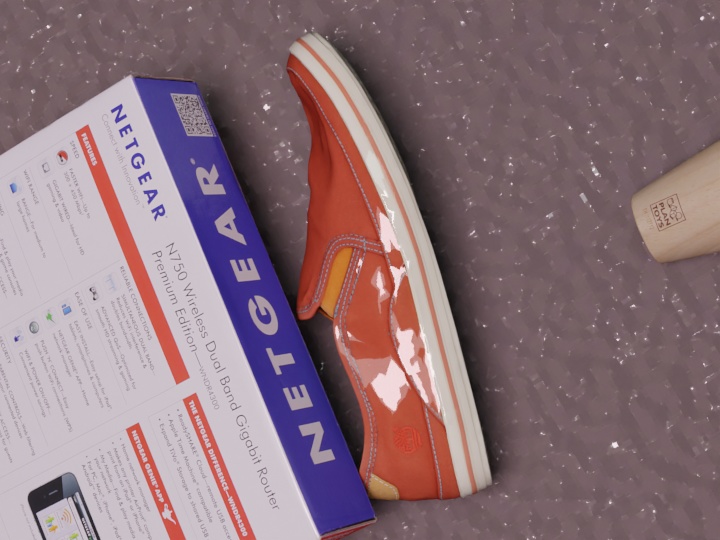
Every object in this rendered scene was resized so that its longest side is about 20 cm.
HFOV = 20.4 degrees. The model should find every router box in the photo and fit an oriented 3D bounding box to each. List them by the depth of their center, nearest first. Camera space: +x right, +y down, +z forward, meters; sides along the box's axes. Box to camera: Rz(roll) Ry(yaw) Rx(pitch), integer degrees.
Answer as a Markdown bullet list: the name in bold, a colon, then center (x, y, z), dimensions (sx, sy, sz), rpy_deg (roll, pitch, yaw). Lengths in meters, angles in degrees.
- **router box**: center (-0.111, 0.049, 0.825), dimensions (0.179, 0.049, 0.200), rpy_deg (-27, 80, 27)

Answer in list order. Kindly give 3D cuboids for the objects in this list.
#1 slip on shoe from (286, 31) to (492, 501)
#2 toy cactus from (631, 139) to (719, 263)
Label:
- **slip on shoe**: center (0.000, 0.000, 0.814), dimensions (0.061, 0.074, 0.200), rpy_deg (-16, 87, 1)
- **toy cactus**: center (0.185, -0.043, 0.772), dimensions (0.165, 0.102, 0.200), rpy_deg (-24, 90, 21)
